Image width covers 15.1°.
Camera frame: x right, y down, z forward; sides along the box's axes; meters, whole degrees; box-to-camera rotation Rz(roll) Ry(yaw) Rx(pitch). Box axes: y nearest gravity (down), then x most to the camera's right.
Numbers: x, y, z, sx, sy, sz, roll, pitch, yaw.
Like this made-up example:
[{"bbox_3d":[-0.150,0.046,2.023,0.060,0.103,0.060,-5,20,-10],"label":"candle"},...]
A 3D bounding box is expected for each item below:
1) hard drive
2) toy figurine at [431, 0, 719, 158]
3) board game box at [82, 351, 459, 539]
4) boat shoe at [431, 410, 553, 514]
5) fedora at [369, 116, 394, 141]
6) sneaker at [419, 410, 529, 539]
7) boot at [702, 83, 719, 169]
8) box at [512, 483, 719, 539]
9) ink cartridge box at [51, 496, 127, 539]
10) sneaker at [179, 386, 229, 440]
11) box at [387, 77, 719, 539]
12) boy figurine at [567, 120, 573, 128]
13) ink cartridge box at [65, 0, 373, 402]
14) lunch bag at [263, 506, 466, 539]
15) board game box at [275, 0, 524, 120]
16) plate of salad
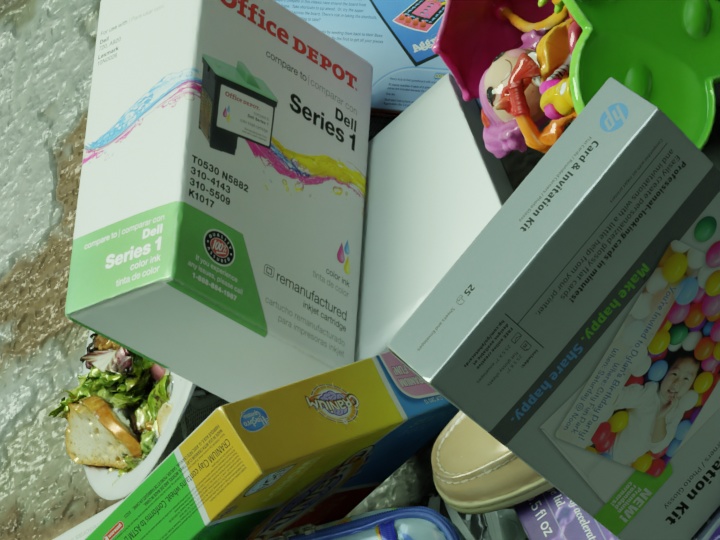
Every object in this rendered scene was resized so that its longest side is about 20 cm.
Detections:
[{"bbox_3d":[0.000,0.000,1.502,0.200,0.026,0.132,-40,45,21],"label":"hard drive"},{"bbox_3d":[0.109,-0.118,1.415,0.184,0.150,0.200,-29,46,59],"label":"toy figurine"},{"bbox_3d":[-0.045,0.107,1.411,0.153,0.200,0.040,-44,74,34],"label":"board game box"},{"bbox_3d":[0.107,0.042,1.345,0.200,0.065,0.071,-40,42,10],"label":"boat shoe"},{"bbox_3d":[0.005,0.003,1.593,0.177,0.090,0.200,-21,52,29],"label":"fedora"},{"bbox_3d":[0.058,0.143,1.461,0.088,0.074,0.200,-32,44,16],"label":"sneaker"},{"bbox_3d":[0.225,-0.096,1.389,0.165,0.066,0.200,-7,36,46],"label":"boot"},{"bbox_3d":[0.185,0.099,1.363,0.200,0.104,0.148,-40,42,11],"label":"box"},{"bbox_3d":[-0.090,0.218,1.524,0.146,0.084,0.200,-30,45,19],"label":"ink cartridge box"},{"bbox_3d":[-0.097,0.034,1.662,0.077,0.085,0.200,-25,48,25],"label":"sneaker"},{"bbox_3d":[0.125,0.030,1.235,0.156,0.200,0.041,-49,42,0],"label":"box"},{"bbox_3d":[0.126,-0.004,1.517,0.124,0.064,0.200,-20,49,29],"label":"boy figurine"},{"bbox_3d":[-0.073,-0.047,1.471,0.084,0.145,0.200,-19,55,37],"label":"ink cartridge box"},{"bbox_3d":[0.004,0.224,1.368,0.160,0.082,0.200,-15,83,4],"label":"lunch bag"},{"bbox_3d":[0.018,-0.140,1.580,0.200,0.019,0.103,9,83,42],"label":"board game box"},{"bbox_3d":[-0.134,0.034,1.590,0.200,0.048,0.200,-47,36,49],"label":"plate of salad"}]
